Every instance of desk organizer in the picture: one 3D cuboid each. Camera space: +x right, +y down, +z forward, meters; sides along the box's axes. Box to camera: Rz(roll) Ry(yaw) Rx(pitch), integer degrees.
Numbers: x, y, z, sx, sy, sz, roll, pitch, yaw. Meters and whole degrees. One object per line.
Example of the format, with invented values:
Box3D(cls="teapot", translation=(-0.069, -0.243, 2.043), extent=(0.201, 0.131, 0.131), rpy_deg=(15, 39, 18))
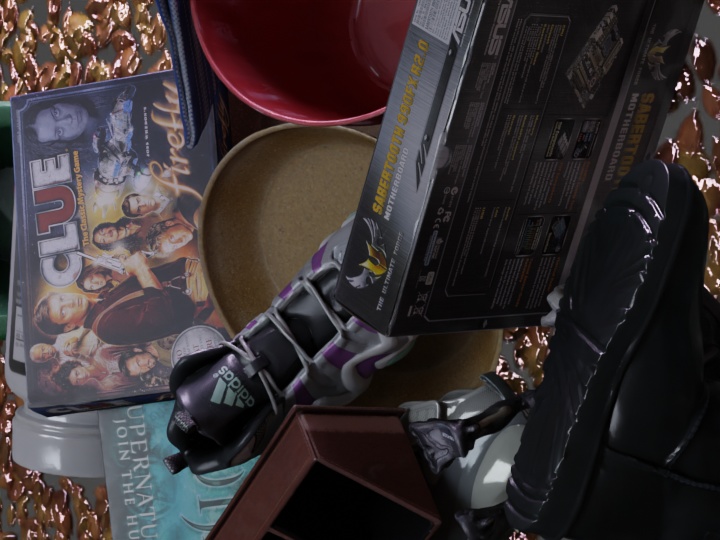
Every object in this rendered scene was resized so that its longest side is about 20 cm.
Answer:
Box3D(cls="desk organizer", translation=(-0.037, 0.167, 1.351), extent=(0.200, 0.072, 0.077), rpy_deg=(-57, 43, 38))

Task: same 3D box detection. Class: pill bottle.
Box3D(cls="pill bottle", translation=(-0.175, 0.028, 1.584), extent=(0.114, 0.114, 0.200), rpy_deg=(14, 103, 50))

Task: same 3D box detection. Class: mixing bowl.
Box3D(cls="mixing bowl", translation=(0.017, -0.160, 1.323), extent=(0.200, 0.108, 0.200), rpy_deg=(-8, 73, 27))

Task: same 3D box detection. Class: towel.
Box3D(cls="towel", translation=(-0.090, -0.193, 1.419), extent=(0.145, 0.024, 0.200), rpy_deg=(84, -165, -52))

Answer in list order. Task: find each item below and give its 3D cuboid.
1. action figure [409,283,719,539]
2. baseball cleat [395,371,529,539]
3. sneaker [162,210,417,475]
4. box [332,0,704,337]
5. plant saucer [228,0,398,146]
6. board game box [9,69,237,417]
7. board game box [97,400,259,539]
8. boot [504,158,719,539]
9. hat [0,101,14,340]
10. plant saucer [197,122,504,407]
Box3D(cls="action figure", translation=(0.127, 0.061, 1.215), extent=(0.119, 0.200, 0.102), rpy_deg=(63, 179, -6))
Box3D(cls="baseball cleat", translation=(0.037, 0.140, 1.365), extent=(0.200, 0.070, 0.106), rpy_deg=(-51, 62, 26))
Box3D(cls="sneaker", translation=(-0.047, 0.051, 1.317), extent=(0.078, 0.140, 0.200), rpy_deg=(48, 133, 18))
Box3D(cls="box", translation=(0.082, -0.067, 1.231), extent=(0.048, 0.158, 0.200), rpy_deg=(36, 119, 42))
Box3D(cls="plant saucer", translation=(-0.025, -0.081, 1.458), extent=(0.200, 0.037, 0.201), rpy_deg=(1, 92, 51))
Box3D(cls="board game box", translation=(-0.142, -0.018, 1.479), extent=(0.135, 0.035, 0.200), rpy_deg=(-9, 78, 14))
Box3D(cls="board game box", translation=(-0.090, 0.131, 1.488), extent=(0.135, 0.028, 0.200), rpy_deg=(-8, 87, 12))
Box3D(cls="boot", translation=(0.169, 0.061, 1.132), extent=(0.073, 0.162, 0.198), rpy_deg=(-146, 73, -70))
Box3D(cls="hat", translation=(-0.242, -0.038, 1.735), extent=(0.200, 0.176, 0.166), rpy_deg=(-7, 94, 9))
Box3D(cls="plant saucer", translation=(0.000, 0.000, 1.379), extent=(0.200, 0.035, 0.200), rpy_deg=(16, 124, 25))
